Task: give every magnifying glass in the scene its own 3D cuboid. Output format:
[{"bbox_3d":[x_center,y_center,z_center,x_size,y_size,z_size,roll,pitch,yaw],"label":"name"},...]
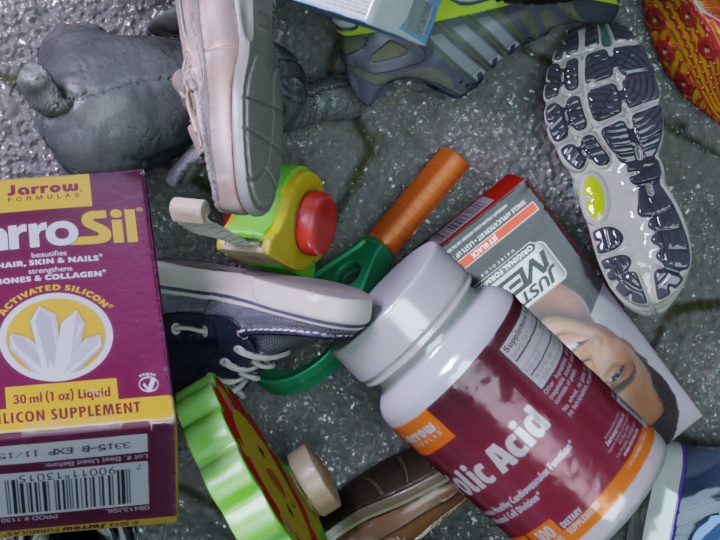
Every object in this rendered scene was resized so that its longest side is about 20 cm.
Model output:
[{"bbox_3d":[0.000,0.000,1.701,0.200,0.080,0.022,-51,129,-10],"label":"magnifying glass"}]

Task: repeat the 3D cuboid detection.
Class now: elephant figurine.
[{"bbox_3d":[-0.097,-0.114,1.627,0.199,0.155,0.142,-11,121,4],"label":"elephant figurine"}]

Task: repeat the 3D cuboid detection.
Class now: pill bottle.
[{"bbox_3d":[0.085,0.083,1.632,0.200,0.114,0.114,43,88,-8],"label":"pill bottle"}]

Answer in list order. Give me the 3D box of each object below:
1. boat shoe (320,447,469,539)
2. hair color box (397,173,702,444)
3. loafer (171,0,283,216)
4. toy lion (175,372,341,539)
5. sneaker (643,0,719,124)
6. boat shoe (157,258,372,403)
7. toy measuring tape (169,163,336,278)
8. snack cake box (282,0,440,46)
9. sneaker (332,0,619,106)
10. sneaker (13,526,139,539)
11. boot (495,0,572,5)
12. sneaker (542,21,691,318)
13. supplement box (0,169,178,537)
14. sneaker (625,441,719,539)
[{"bbox_3d":[0.008,0.177,1.717,0.200,0.072,0.068,-29,103,5],"label":"boat shoe"},{"bbox_3d":[0.125,0.045,1.721,0.101,0.061,0.200,-39,100,-3],"label":"hair color box"},{"bbox_3d":[-0.084,-0.127,1.546,0.063,0.072,0.201,-5,78,18],"label":"loafer"},{"bbox_3d":[-0.047,0.162,1.581,0.069,0.192,0.200,-30,67,3],"label":"toy lion"},{"bbox_3d":[0.264,-0.131,1.732,0.200,0.073,0.077,47,63,-11],"label":"sneaker"},{"bbox_3d":[-0.070,0.047,1.635,0.075,0.200,0.093,4,94,-41],"label":"boat shoe"},{"bbox_3d":[-0.065,-0.042,1.631,0.073,0.200,0.074,-5,77,20],"label":"toy measuring tape"},{"bbox_3d":[-0.034,-0.221,1.611,0.067,0.200,0.115,14,96,-54],"label":"snack cake box"},{"bbox_3d":[0.073,-0.156,1.690,0.199,0.074,0.081,-8,109,-15],"label":"sneaker"},{"bbox_3d":[-0.189,0.113,1.640,0.077,0.146,0.203,-11,96,-5],"label":"sneaker"},{"bbox_3d":[0.134,-0.255,1.647,0.211,0.079,0.158,-7,74,-34],"label":"boot"},{"bbox_3d":[0.167,-0.064,1.712,0.077,0.080,0.201,-10,78,4],"label":"sneaker"},{"bbox_3d":[-0.179,0.048,1.542,0.130,0.200,0.103,-5,138,-7],"label":"supplement box"},{"bbox_3d":[0.249,0.218,1.745,0.146,0.081,0.201,11,88,-5],"label":"sneaker"}]
